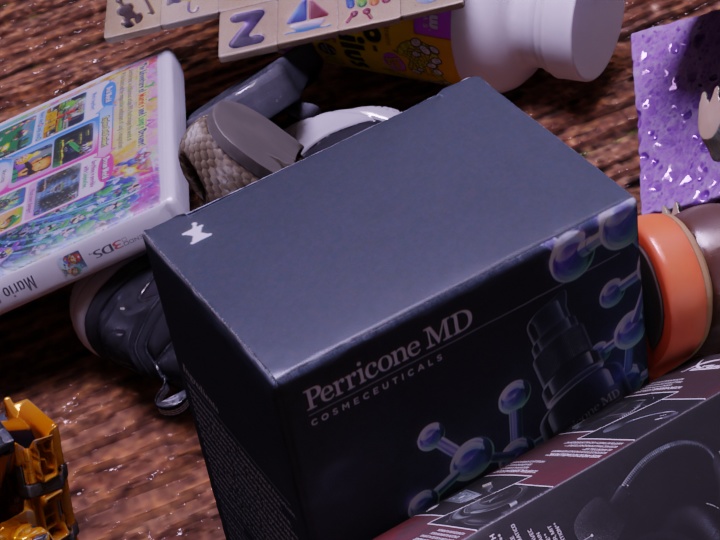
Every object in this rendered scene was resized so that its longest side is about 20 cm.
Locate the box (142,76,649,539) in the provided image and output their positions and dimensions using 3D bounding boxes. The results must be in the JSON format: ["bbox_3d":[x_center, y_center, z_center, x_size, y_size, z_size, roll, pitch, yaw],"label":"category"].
[{"bbox_3d":[0.023,0.056,0.714,0.148,0.201,0.107,-26,40,-18],"label":"box"}]

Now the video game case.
[{"bbox_3d":[-0.172,-0.035,0.957,0.181,0.024,0.200,-24,27,6],"label":"video game case"}]

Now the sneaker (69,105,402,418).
[{"bbox_3d":[-0.032,0.002,0.899,0.199,0.076,0.114,-32,43,-15],"label":"sneaker"}]

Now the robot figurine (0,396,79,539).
[{"bbox_3d":[-0.186,0.080,0.790,0.199,0.146,0.058,21,37,40],"label":"robot figurine"}]

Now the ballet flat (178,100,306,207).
[{"bbox_3d":[0.000,0.000,0.842,0.046,0.200,0.067,-47,15,25],"label":"ballet flat"}]

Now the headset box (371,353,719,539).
[{"bbox_3d":[0.083,0.136,0.633,0.199,0.150,0.077,-27,3,-18],"label":"headset box"}]

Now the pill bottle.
[{"bbox_3d":[0.042,-0.157,1.049,0.199,0.105,0.104,13,44,28],"label":"pill bottle"}]

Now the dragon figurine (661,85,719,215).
[{"bbox_3d":[0.187,-0.019,0.831,0.099,0.201,0.059,17,1,-29],"label":"dragon figurine"}]

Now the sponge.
[{"bbox_3d":[0.227,-0.089,0.907,0.199,0.030,0.112,-13,56,27],"label":"sponge"}]

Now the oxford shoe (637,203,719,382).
[{"bbox_3d":[0.122,0.022,0.766,0.072,0.200,0.072,-15,81,-14],"label":"oxford shoe"}]

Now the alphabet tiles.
[{"bbox_3d":[-0.044,-0.181,1.025,0.199,0.008,0.168,-11,51,12],"label":"alphabet tiles"}]

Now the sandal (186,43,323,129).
[{"bbox_3d":[-0.053,-0.078,0.982,0.076,0.043,0.200,-31,8,10],"label":"sandal"}]
